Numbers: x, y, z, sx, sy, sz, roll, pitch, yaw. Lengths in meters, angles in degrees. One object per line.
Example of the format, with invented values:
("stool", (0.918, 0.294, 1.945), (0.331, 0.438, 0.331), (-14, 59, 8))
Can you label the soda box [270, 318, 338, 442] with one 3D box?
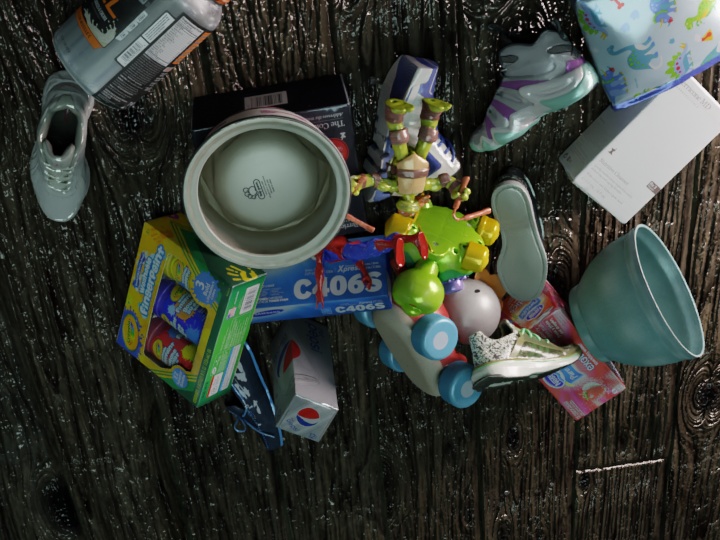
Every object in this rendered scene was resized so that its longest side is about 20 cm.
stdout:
("soda box", (-0.081, 0.144, 1.408), (0.068, 0.200, 0.064), (23, 116, -19))

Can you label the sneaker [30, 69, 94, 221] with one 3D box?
("sneaker", (-0.378, -0.142, 1.252), (0.077, 0.100, 0.201), (5, 120, -11))

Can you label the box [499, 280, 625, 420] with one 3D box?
("box", (0.297, 0.116, 1.504), (0.095, 0.100, 0.200), (-37, 120, 14))

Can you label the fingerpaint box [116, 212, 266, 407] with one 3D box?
("fingerpaint box", (-0.233, 0.052, 1.353), (0.166, 0.073, 0.201), (34, 121, 23))

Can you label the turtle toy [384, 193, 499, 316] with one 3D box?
("turtle toy", (0.096, -0.018, 1.344), (0.145, 0.200, 0.102), (21, 125, 7))

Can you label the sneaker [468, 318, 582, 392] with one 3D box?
("sneaker", (0.225, 0.104, 1.376), (0.199, 0.089, 0.077), (-5, 163, -38))

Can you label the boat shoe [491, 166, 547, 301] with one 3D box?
("boat shoe", (0.226, -0.050, 1.417), (0.075, 0.060, 0.201), (1, 125, 15))

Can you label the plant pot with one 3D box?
("plant pot", (0.383, 0.054, 1.437), (0.134, 0.201, 0.200), (-28, 123, 29))

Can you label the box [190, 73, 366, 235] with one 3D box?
("box", (-0.102, -0.135, 1.293), (0.198, 0.104, 0.183), (-10, 123, -2))

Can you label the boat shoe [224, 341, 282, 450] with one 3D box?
("boat shoe", (-0.175, 0.185, 1.497), (0.068, 0.084, 0.201), (-25, 109, -14))

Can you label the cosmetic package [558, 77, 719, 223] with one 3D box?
("cosmetic package", (0.380, -0.177, 1.350), (0.113, 0.081, 0.200), (33, 112, -22))

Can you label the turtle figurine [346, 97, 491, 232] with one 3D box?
("turtle figurine", (0.072, -0.132, 1.256), (0.198, 0.065, 0.162), (1, 115, -9))

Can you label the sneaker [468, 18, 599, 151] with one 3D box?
("sneaker", (0.193, -0.249, 1.290), (0.199, 0.078, 0.140), (-30, 96, 37))

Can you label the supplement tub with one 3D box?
("supplement tub", (-0.248, -0.293, 1.167), (0.200, 0.123, 0.123), (-39, 119, 14))

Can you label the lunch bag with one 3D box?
("lunch bag", (0.369, -0.323, 1.234), (0.199, 0.128, 0.171), (-21, 122, 16))

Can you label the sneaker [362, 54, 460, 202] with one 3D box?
("sneaker", (0.079, -0.179, 1.316), (0.114, 0.081, 0.201), (5, 119, -23))

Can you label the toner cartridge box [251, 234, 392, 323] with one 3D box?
("toner cartridge box", (-0.059, 0.012, 1.371), (0.198, 0.096, 0.043), (-7, 150, 7))

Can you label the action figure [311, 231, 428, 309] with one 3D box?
("action figure", (0.000, 0.000, 1.290), (0.065, 0.199, 0.100), (-14, 103, -39))

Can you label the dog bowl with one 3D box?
("dog bowl", (-0.113, -0.106, 1.206), (0.198, 0.074, 0.201), (-4, 122, -6))

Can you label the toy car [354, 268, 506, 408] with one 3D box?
("toy car", (0.128, 0.060, 1.435), (0.200, 0.184, 0.177), (-41, 122, -17))
